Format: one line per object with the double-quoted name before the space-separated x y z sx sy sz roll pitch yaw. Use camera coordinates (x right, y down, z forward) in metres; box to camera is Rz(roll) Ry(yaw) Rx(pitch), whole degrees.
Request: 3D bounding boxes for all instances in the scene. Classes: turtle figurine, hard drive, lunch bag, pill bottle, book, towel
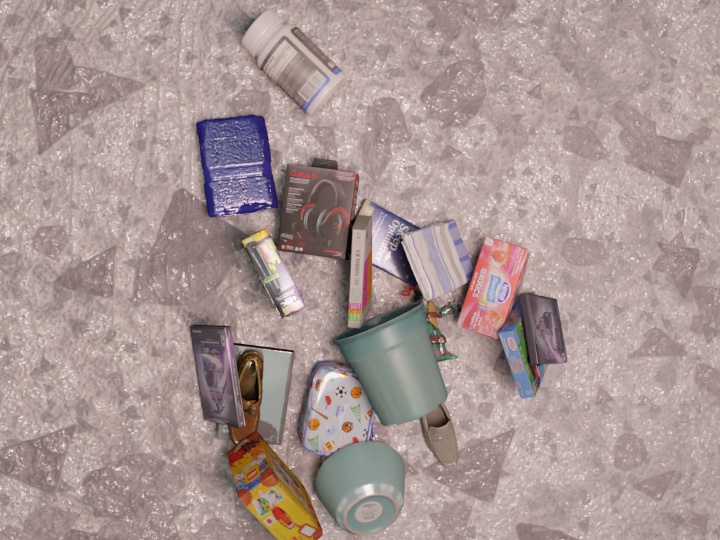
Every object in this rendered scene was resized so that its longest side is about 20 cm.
"turtle figurine" 0.158 0.095 1.386 0.149 0.100 0.202 1 75 -51
"hard drive" -0.221 0.262 1.364 0.138 0.033 0.202 8 91 -9
"lunch bag" -0.043 0.301 1.373 0.159 0.076 0.202 12 91 -14
"pill bottle" -0.138 -0.425 1.311 0.200 0.114 0.114 43 86 -8
"book" 0.000 0.000 1.311 0.048 0.134 0.202 5 106 4
"towel" 0.169 -0.027 1.349 0.199 0.024 0.148 -18 86 -49
"towel" -0.257 -0.216 1.337 0.146 0.050 0.202 -8 93 -15

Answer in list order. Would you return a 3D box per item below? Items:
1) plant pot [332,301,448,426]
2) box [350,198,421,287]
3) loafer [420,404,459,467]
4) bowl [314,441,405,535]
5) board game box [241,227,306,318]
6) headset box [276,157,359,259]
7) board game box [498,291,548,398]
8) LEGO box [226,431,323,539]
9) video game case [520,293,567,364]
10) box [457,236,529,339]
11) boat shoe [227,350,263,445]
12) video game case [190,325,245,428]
"plant pot" 0.072 0.190 1.288 0.199 0.200 0.197 -24 91 -7
"box" 0.070 -0.056 1.398 0.199 0.032 0.122 27 88 -10
"loafer" 0.168 0.341 1.408 0.070 0.070 0.201 -24 95 -7
"bowl" 0.012 0.468 1.335 0.199 0.105 0.202 -7 118 -12
"board game box" -0.175 0.003 1.278 0.056 0.200 0.166 -29 97 -8
"headset box" -0.085 -0.130 1.335 0.147 0.075 0.202 8 91 5
"board game box" 0.358 0.154 1.372 0.036 0.200 0.152 -14 105 32
"LEGO box" -0.172 0.445 1.288 0.077 0.149 0.201 -35 119 -5
"video game case" 0.392 0.126 1.370 0.019 0.199 0.144 -13 77 31
"box" 0.288 0.041 1.387 0.094 0.103 0.201 18 88 18
"boat shoe" -0.237 0.266 1.310 0.071 0.068 0.202 3 93 -10
"video game case" -0.291 0.212 1.304 0.019 0.142 0.202 -9 94 -42
